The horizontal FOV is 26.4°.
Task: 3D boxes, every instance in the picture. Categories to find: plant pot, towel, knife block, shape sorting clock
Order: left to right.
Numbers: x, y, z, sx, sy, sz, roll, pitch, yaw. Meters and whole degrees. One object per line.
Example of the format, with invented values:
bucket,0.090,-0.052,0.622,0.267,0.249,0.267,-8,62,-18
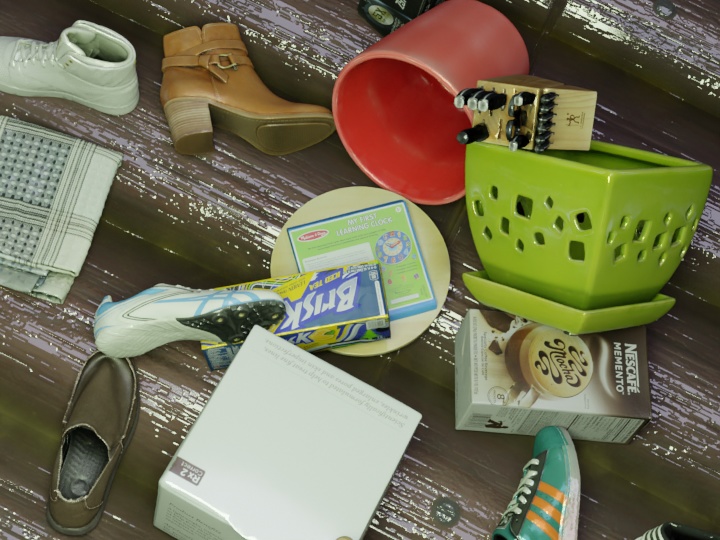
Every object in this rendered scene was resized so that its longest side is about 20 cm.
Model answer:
towel,-0.376,-0.075,1.662,0.191,0.035,0.201,18,62,-3
shape sorting clock,0.000,0.000,1.696,0.199,0.039,0.201,1,72,-3
plant pot,0.092,-0.205,1.743,0.200,0.201,0.177,34,51,7
knife block,0.147,-0.166,1.597,0.174,0.200,0.064,1,103,-24
plant pot,0.233,-0.039,1.635,0.198,0.183,0.199,19,16,42

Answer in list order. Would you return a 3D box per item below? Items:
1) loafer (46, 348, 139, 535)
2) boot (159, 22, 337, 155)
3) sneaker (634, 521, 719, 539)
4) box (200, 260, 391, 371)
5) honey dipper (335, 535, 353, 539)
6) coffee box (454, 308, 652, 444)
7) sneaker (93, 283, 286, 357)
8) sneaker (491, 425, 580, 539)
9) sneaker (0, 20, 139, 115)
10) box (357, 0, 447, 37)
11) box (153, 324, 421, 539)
loafer,-0.264,0.164,1.542,0.073,0.071,0.201,10,62,-6
boot,-0.132,-0.212,1.767,0.199,0.077,0.156,-7,61,-7
sneaker,0.355,0.342,1.552,0.075,0.116,0.201,-33,74,-24
box,-0.070,0.047,1.620,0.199,0.064,0.070,-10,65,-1
honey dipper,0.018,0.307,1.462,0.038,0.200,0.038,-13,47,14
coffee box,0.206,0.115,1.656,0.199,0.080,0.114,5,62,-9
sneaker,-0.175,0.040,1.561,0.199,0.072,0.073,-8,57,4
sneaker,0.179,0.253,1.585,0.079,0.071,0.201,9,65,-10
sneaker,-0.343,-0.244,1.708,0.199,0.116,0.074,12,64,-4
box,0.095,-0.378,1.814,0.086,0.200,0.164,43,64,11
box,-0.074,0.200,1.529,0.198,0.131,0.201,28,62,3
